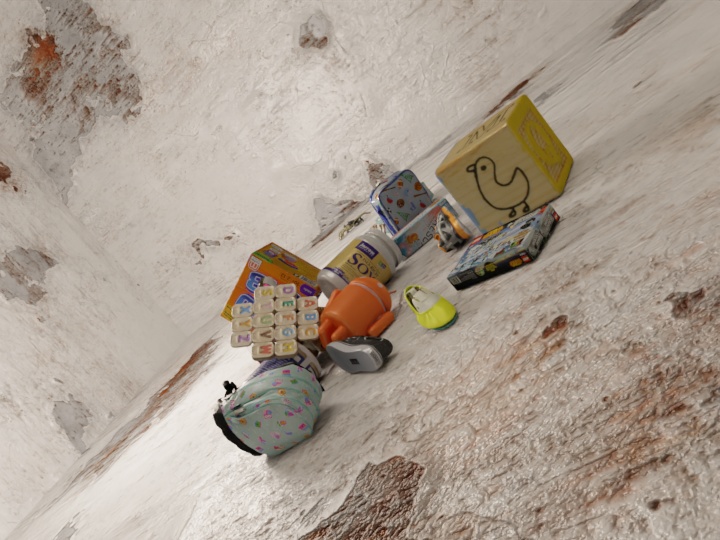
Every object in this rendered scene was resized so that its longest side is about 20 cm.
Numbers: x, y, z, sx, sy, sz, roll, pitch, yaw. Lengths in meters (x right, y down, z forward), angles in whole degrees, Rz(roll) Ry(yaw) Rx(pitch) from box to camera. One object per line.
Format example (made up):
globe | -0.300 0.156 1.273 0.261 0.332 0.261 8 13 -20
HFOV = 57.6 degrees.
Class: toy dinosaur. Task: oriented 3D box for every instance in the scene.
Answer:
toy dinosaur | -0.028 -0.215 2.962 0.200 0.048 0.088 -39 4 -9

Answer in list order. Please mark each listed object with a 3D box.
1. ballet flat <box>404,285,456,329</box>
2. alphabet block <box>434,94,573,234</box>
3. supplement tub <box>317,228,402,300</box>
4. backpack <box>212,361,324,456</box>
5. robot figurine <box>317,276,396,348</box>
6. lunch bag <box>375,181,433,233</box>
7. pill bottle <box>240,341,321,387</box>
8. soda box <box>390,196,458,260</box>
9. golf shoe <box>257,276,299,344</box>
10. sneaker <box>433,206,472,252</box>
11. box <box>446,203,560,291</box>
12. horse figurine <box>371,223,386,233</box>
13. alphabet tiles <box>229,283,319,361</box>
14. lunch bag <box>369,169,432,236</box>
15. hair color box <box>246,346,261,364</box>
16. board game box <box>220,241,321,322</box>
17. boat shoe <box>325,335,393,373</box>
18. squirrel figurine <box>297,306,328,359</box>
ballet flat | 0.122 0.063 1.244 0.067 0.067 0.200 -40 11 -3
alphabet block | 0.315 -0.228 1.425 0.200 0.195 0.197 -33 15 39
supplement tub | 0.000 0.000 1.710 0.200 0.146 0.145 -45 12 -21
backpack | -0.160 0.265 1.230 0.200 0.167 0.127 -32 33 26
robot figurine | -0.010 0.093 1.445 0.200 0.117 0.144 -46 13 -29
lunch bag | 0.155 -0.215 2.231 0.200 0.077 0.160 -26 16 52
pill bottle | -0.186 0.254 1.405 0.200 0.116 0.116 -46 12 -30
soda box | 0.172 -0.117 1.811 0.200 0.064 0.068 -40 11 5
golf shoe | -0.183 0.085 1.527 0.092 0.073 0.200 -18 47 -9
sneaker | 0.210 -0.098 1.584 0.077 0.078 0.200 -48 8 11
box | 0.268 -0.041 1.237 0.200 0.040 0.137 -27 18 51
horse figurine | 0.061 -0.068 1.914 0.050 0.133 0.200 -11 4 -4
alphabet tiles | -0.189 0.110 1.444 0.195 0.015 0.201 -5 48 -1
lunch bag | 0.121 -0.184 1.890 0.160 0.200 0.075 -43 20 -18
hair color box | -0.273 0.227 1.961 0.111 0.064 0.200 -41 9 -11
board game box | -0.229 0.067 1.811 0.200 0.200 0.200 -61 -2 14
boat shoe | -0.001 0.157 1.298 0.066 0.070 0.200 -37 9 -26
squirrel figurine | -0.111 0.140 1.573 0.186 0.142 0.200 -24 20 36
